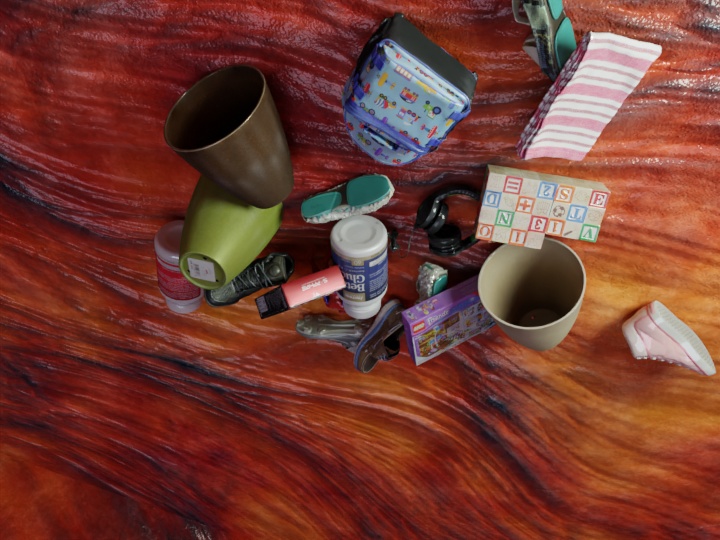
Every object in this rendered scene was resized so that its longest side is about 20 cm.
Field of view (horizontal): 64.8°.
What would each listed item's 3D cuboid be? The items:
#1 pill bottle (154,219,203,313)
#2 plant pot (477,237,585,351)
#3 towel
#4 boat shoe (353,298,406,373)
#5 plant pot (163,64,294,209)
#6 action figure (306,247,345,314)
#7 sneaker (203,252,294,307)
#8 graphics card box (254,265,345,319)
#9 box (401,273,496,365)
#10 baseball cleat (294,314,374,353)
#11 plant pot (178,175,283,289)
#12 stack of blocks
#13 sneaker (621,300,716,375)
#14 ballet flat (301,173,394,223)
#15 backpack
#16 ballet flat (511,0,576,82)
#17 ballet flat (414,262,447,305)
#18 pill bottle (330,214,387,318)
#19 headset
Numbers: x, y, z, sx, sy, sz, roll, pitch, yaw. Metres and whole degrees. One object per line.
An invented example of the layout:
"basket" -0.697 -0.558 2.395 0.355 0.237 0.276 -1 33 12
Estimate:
"pill bottle" -0.388 -0.002 1.241 0.110 0.113 0.202 16 135 0
"plant pot" 0.333 0.071 1.078 0.184 0.190 0.201 -6 146 21
"towel" 0.326 -0.240 0.818 0.144 0.030 0.201 -5 143 -27
"boat shoe" 0.048 0.162 1.257 0.072 0.072 0.202 -5 130 -43
"plant pot" -0.197 -0.205 0.965 0.184 0.189 0.201 -6 146 21
"action figure" -0.061 0.031 1.226 0.064 0.052 0.202 4 139 19
"sneaker" -0.217 0.012 1.144 0.114 0.197 0.077 -19 92 62
"graphics card box" -0.125 0.046 1.128 0.200 0.124 0.052 -25 86 63
"box" 0.183 0.097 1.148 0.198 0.039 0.138 -25 136 -11
"baseball cleat" -0.054 0.155 1.329 0.196 0.070 0.107 2 133 15
"plant pot" -0.263 -0.066 1.081 0.184 0.202 0.189 8 136 8
"stack of blocks" 0.301 -0.101 0.960 0.196 0.059 0.117 10 115 5
"sneaker" 0.607 0.152 1.133 0.199 0.076 0.105 39 127 -11
"ballet flat" -0.019 -0.130 1.059 0.197 0.072 0.072 -10 130 27
"backpack" 0.054 -0.248 0.865 0.181 0.136 0.200 32 136 -15
"ballet flat" 0.250 -0.337 0.779 0.073 0.075 0.201 -10 130 24
"ballet flat" 0.145 0.061 1.186 0.070 0.072 0.202 7 133 9
"pill bottle" 0.000 0.000 1.133 0.109 0.112 0.202 6 135 10
"headset" 0.142 -0.087 1.056 0.198 0.095 0.124 -26 119 16
